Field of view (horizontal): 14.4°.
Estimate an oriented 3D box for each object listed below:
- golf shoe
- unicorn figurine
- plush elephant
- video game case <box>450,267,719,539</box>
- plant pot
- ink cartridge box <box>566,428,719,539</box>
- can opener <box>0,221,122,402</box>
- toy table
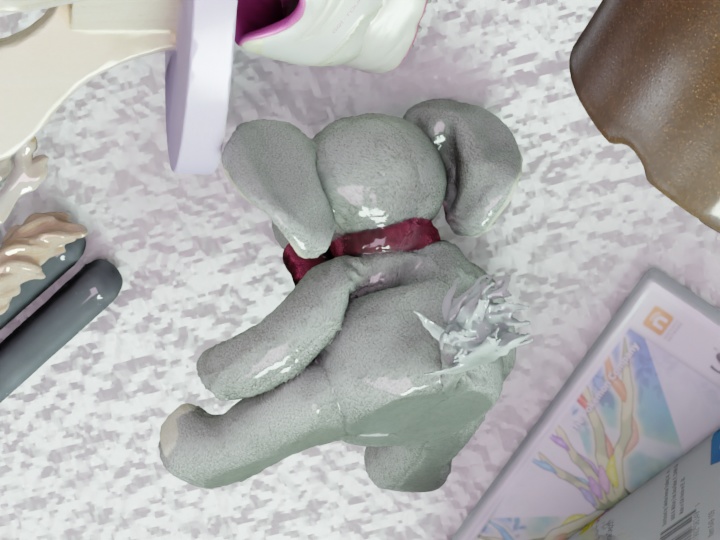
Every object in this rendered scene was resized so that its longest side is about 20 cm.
[{"bbox_3d":[-0.006,-0.173,1.265,0.091,0.075,0.201,-5,126,-26],"label":"golf shoe"},{"bbox_3d":[-0.240,-0.042,1.364,0.200,0.074,0.138,36,86,20],"label":"unicorn figurine"},{"bbox_3d":[0.000,0.000,1.321,0.164,0.155,0.200,2,153,-32],"label":"plush elephant"},{"bbox_3d":[0.160,0.127,1.397,0.182,0.022,0.200,33,109,-3],"label":"video game case"},{"bbox_3d":[0.203,-0.125,1.230,0.200,0.200,0.198,34,118,-4],"label":"plant pot"},{"bbox_3d":[0.163,0.184,1.326,0.200,0.147,0.146,-37,100,17],"label":"ink cartridge box"},{"bbox_3d":[-0.203,0.058,1.401,0.200,0.067,0.053,-41,98,18],"label":"can opener"},{"bbox_3d":[-0.118,-0.144,1.280,0.117,0.184,0.201,0,94,-9],"label":"toy table"}]
